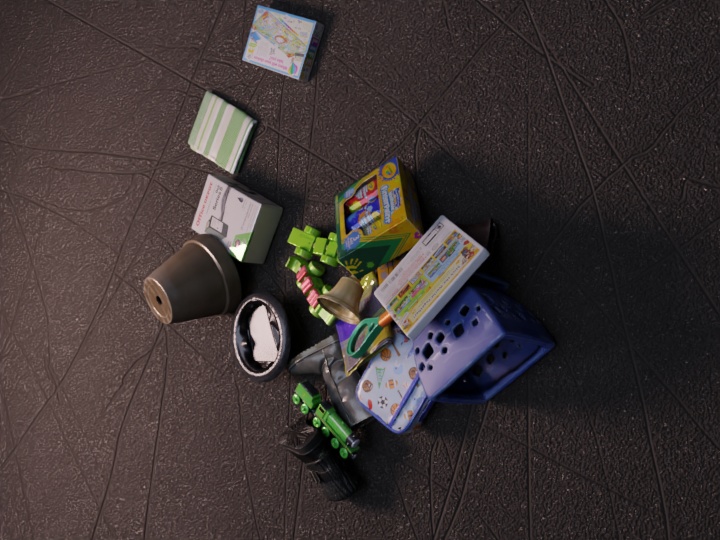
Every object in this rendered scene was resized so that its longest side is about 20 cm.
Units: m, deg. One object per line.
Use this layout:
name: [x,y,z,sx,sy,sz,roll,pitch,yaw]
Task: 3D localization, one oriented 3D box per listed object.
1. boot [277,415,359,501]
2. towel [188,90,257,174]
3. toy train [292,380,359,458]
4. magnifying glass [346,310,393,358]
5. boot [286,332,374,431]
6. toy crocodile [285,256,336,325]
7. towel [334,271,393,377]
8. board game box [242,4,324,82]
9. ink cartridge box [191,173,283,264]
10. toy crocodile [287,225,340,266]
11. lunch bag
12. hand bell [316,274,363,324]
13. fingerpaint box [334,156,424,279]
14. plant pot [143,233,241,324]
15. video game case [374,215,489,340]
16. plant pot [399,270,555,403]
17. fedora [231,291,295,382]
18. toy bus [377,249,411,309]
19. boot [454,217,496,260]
boot: [-0.094,0.411,1.675,0.079,0.211,0.159,-41,104,-13]
towel: [-0.349,-0.345,1.937,0.199,0.023,0.154,33,106,34]
toy train: [-0.070,0.311,1.626,0.200,0.041,0.057,43,123,26]
magnifying glass: [0.030,0.109,1.499,0.200,0.022,0.080,-41,27,44]
boot: [-0.062,0.258,1.677,0.181,0.072,0.202,-33,76,32]
toy crocodile: [-0.103,0.040,1.703,0.068,0.061,0.201,-50,50,23]
towel: [0.001,0.108,1.610,0.143,0.023,0.202,-42,41,29]
board game box: [-0.184,-0.536,1.820,0.198,0.034,0.136,27,103,34]
ink cartridge box: [-0.298,-0.124,1.849,0.199,0.083,0.147,30,105,33]
toy crocodile: [-0.083,-0.050,1.701,0.198,0.061,0.068,18,85,37]
lunch bag: [0.092,0.215,1.546,0.160,0.075,0.202,35,101,33]
hand bell: [0.000,0.000,1.608,0.103,0.104,0.202,16,68,35]
fingerpaint box: [0.034,-0.109,1.547,0.165,0.073,0.202,-29,39,22]
plant pot: [-0.407,0.039,1.823,0.199,0.172,0.203,27,131,36]
video game case: [0.123,0.008,1.388,0.200,0.023,0.182,-48,28,5]
plant pot: [0.202,0.113,1.413,0.200,0.199,0.181,-45,57,26]
fedora: [-0.206,0.150,1.763,0.198,0.091,0.204,-2,86,36]
toy bus: [0.080,0.014,1.563,0.077,0.065,0.203,-19,68,32]
boot: [0.166,-0.014,1.467,0.165,0.072,0.202,-11,46,40]
